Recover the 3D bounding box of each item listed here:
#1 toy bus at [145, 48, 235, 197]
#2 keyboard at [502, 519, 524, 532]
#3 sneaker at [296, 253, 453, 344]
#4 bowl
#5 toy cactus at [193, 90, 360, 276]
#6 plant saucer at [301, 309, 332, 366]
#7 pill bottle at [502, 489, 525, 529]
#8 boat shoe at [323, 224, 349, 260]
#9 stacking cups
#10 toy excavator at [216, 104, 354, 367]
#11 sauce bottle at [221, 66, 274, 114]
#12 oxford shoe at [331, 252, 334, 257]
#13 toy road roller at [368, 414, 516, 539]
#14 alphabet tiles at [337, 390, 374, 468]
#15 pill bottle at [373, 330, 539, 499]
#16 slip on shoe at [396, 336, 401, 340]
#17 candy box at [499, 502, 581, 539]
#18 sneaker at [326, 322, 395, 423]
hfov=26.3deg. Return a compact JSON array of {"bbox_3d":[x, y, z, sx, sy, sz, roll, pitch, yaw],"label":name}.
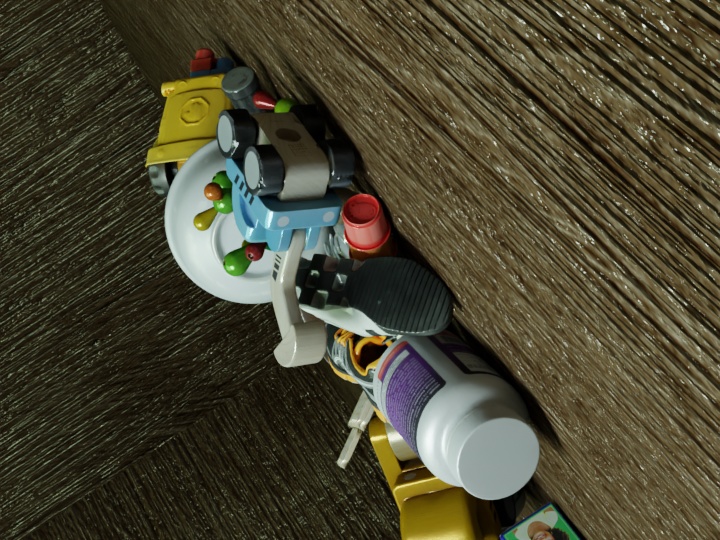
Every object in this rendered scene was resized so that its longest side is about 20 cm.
[{"bbox_3d":[-0.168,-0.166,1.889,0.200,0.135,0.192,51,-145,-61],"label":"toy bus"},{"bbox_3d":[0.135,0.329,1.750,0.056,0.200,0.011,-129,21,-53],"label":"keyboard"},{"bbox_3d":[0.021,0.031,1.524,0.200,0.074,0.088,13,163,39],"label":"sneaker"},{"bbox_3d":[-0.116,-0.046,1.694,0.201,0.201,0.090,58,-176,-19],"label":"bowl"},{"bbox_3d":[-0.076,-0.086,1.585,0.165,0.200,0.102,13,155,13],"label":"toy cactus"},{"bbox_3d":[-0.034,0.026,1.954,0.200,0.034,0.201,-17,-90,-72],"label":"plant saucer"},{"bbox_3d":[0.102,0.218,1.834,0.200,0.113,0.113,58,174,-11],"label":"pill bottle"},{"bbox_3d":[-0.001,-0.001,1.714,0.074,0.065,0.202,54,174,21],"label":"boat shoe"},{"bbox_3d":[0.021,-0.010,1.580,0.061,0.060,0.200,53,168,28],"label":"stacking cups"},{"bbox_3d":[-0.071,-0.035,1.490,0.195,0.100,0.200,54,142,43],"label":"toy excavator"},{"bbox_3d":[-0.102,-0.147,1.754,0.066,0.066,0.200,51,173,42],"label":"sauce bottle"},{"bbox_3d":[0.000,0.018,1.841,0.075,0.070,0.200,49,-178,30],"label":"oxford shoe"},{"bbox_3d":[0.089,0.242,1.702,0.146,0.123,0.200,-65,-44,-65],"label":"toy road roller"},{"bbox_3d":[0.014,0.141,1.826,0.015,0.196,0.200,25,174,-1],"label":"alphabet tiles"},{"bbox_3d":[0.093,0.138,1.470,0.112,0.111,0.200,59,174,-25],"label":"pill bottle"},{"bbox_3d":[0.083,0.092,1.602,0.074,0.061,0.200,-57,-49,-62],"label":"slip on shoe"},{"bbox_3d":[0.249,0.375,1.659,0.200,0.077,0.169,49,170,45],"label":"candy box"},{"bbox_3d":[0.009,0.087,1.688,0.077,0.078,0.200,60,170,-32],"label":"sneaker"}]
